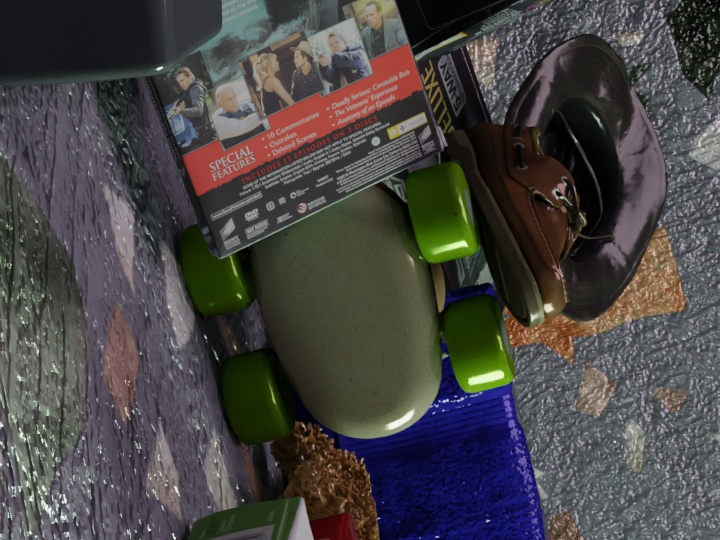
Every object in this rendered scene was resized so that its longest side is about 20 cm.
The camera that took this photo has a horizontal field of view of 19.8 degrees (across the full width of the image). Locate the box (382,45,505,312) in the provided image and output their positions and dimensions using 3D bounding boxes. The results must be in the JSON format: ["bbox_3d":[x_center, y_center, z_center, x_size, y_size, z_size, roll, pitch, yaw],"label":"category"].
[{"bbox_3d":[0.051,-0.058,1.415,0.200,0.050,0.158,69,28,-26],"label":"box"}]

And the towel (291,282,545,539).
[{"bbox_3d":[0.036,0.117,1.352,0.050,0.147,0.200,-72,149,-82],"label":"towel"}]

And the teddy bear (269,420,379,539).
[{"bbox_3d":[-0.023,0.161,1.242,0.200,0.067,0.145,-100,-177,-74],"label":"teddy bear"}]

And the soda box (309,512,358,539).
[{"bbox_3d":[-0.012,0.235,1.105,0.063,0.070,0.200,-80,155,-69],"label":"soda box"}]

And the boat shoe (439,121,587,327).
[{"bbox_3d":[0.098,-0.039,1.218,0.200,0.068,0.072,-110,-175,-57],"label":"boat shoe"}]

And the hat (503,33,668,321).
[{"bbox_3d":[0.129,-0.061,1.430,0.200,0.081,0.201,6,82,-49],"label":"hat"}]

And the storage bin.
[{"bbox_3d":[-0.109,-0.162,0.936,0.200,0.145,0.135,-72,157,-76],"label":"storage bin"}]

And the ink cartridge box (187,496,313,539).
[{"bbox_3d":[-0.035,0.224,1.006,0.104,0.059,0.200,-73,148,-74],"label":"ink cartridge box"}]

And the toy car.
[{"bbox_3d":[0.000,0.000,1.246,0.200,0.164,0.158,-73,148,-73],"label":"toy car"}]

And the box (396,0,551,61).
[{"bbox_3d":[0.049,-0.250,1.316,0.115,0.132,0.200,-25,90,-62],"label":"box"}]

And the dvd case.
[{"bbox_3d":[-0.048,-0.125,1.090,0.022,0.146,0.200,31,-36,61],"label":"dvd case"}]
